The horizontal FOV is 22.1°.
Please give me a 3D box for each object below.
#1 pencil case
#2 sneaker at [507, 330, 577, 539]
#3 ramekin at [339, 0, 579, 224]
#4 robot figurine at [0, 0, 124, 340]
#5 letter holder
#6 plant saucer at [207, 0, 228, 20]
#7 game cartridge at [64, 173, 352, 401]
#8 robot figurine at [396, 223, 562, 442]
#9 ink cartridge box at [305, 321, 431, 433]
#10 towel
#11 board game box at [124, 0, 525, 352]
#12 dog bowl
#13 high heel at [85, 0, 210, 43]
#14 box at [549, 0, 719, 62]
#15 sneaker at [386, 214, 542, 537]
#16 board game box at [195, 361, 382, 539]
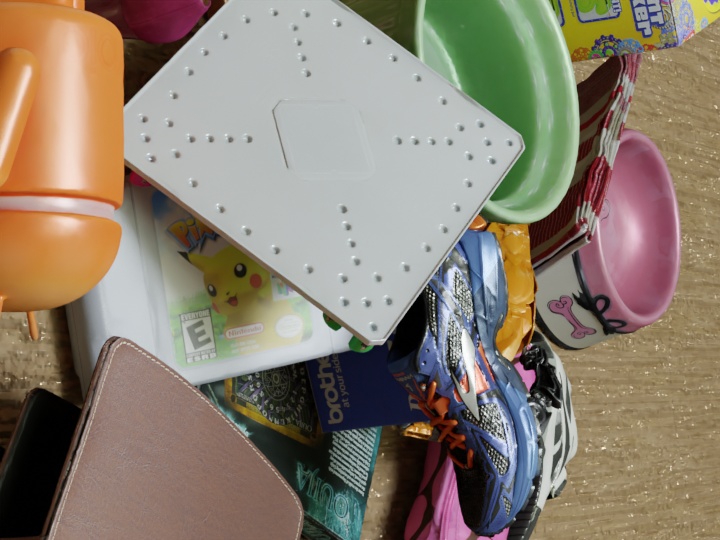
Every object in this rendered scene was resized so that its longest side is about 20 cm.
[{"bbox_3d":[0.081,0.143,1.360,0.094,0.090,0.201,97,6,-62],"label":"pencil case"},{"bbox_3d":[0.135,0.154,1.448,0.089,0.074,0.201,45,51,-41],"label":"sneaker"},{"bbox_3d":[0.060,-0.123,1.277,0.199,0.097,0.202,19,66,-50],"label":"ramekin"},{"bbox_3d":[-0.182,-0.066,0.967,0.116,0.143,0.202,3,84,-39],"label":"robot figurine"},{"bbox_3d":[-0.133,0.141,1.032,0.200,0.100,0.143,48,47,-42],"label":"letter holder"},{"bbox_3d":[-0.033,-0.176,1.276,0.200,0.032,0.202,12,76,-55],"label":"plant saucer"},{"bbox_3d":[-0.083,-0.003,1.108,0.199,0.040,0.134,-12,93,-30],"label":"game cartridge"},{"bbox_3d":[0.072,0.043,1.317,0.144,0.058,0.201,12,57,-15],"label":"robot figurine"},{"bbox_3d":[0.000,0.000,1.201,0.044,0.093,0.202,-24,103,-57],"label":"ink cartridge box"},{"bbox_3d":[0.150,-0.073,1.437,0.023,0.144,0.201,33,51,-17],"label":"towel"},{"bbox_3d":[-0.026,-0.072,1.101,0.199,0.026,0.200,37,51,2],"label":"board game box"},{"bbox_3d":[0.209,-0.034,1.581,0.200,0.073,0.202,9,79,-56],"label":"dog bowl"},{"bbox_3d":[-0.092,-0.204,1.133,0.068,0.096,0.201,58,43,-34],"label":"high heel"},{"bbox_3d":[0.193,-0.251,1.477,0.200,0.191,0.123,-35,115,-51],"label":"box"},{"bbox_3d":[0.053,0.067,1.139,0.078,0.075,0.202,-11,86,-26],"label":"sneaker"},{"bbox_3d":[-0.050,0.088,1.218,0.200,0.028,0.136,43,50,-45],"label":"board game box"}]
